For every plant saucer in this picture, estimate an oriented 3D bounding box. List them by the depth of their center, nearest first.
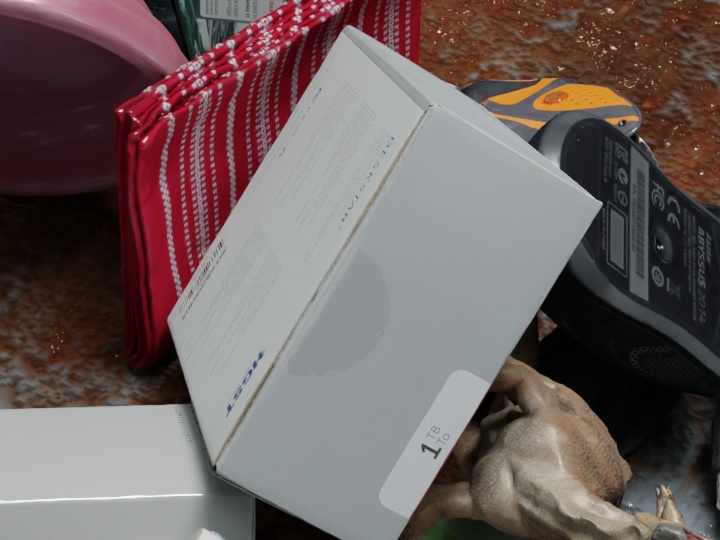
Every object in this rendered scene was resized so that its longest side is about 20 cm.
[{"bbox_3d":[-0.168,-0.094,0.992,0.199,0.201,0.051,6,69,-4],"label":"plant saucer"}]

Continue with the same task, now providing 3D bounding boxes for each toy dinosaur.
[{"bbox_3d":[0.082,0.086,0.900,0.135,0.086,0.200,27,19,-6],"label":"toy dinosaur"}]

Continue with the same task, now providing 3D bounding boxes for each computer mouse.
[{"bbox_3d":[0.118,0.009,0.967,0.053,0.200,0.139,-18,48,35],"label":"computer mouse"}]

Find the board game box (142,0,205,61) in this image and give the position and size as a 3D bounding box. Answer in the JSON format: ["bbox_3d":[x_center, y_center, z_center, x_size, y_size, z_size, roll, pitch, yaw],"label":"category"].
[{"bbox_3d":[-0.176,-0.118,1.043,0.199,0.135,0.028,3,67,5],"label":"board game box"}]

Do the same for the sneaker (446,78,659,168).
[{"bbox_3d":[0.083,-0.028,1.039,0.111,0.078,0.201,-8,44,12],"label":"sneaker"}]

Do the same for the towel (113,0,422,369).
[{"bbox_3d":[-0.037,-0.055,1.017,0.022,0.145,0.200,31,49,27],"label":"towel"}]

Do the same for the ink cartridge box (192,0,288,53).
[{"bbox_3d":[-0.079,-0.169,1.138,0.199,0.083,0.147,7,24,-4],"label":"ink cartridge box"}]

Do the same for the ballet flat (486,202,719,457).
[{"bbox_3d":[0.118,0.036,1.032,0.057,0.067,0.200,-10,23,49],"label":"ballet flat"}]

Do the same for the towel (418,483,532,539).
[{"bbox_3d":[0.082,0.165,0.873,0.200,0.031,0.149,31,32,16],"label":"towel"}]

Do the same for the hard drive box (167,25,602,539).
[{"bbox_3d":[0.000,0.000,0.891,0.077,0.156,0.200,29,8,-15],"label":"hard drive box"}]

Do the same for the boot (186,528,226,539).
[{"bbox_3d":[-0.085,0.187,0.763,0.090,0.073,0.200,45,68,-4],"label":"boot"}]

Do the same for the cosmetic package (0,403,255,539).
[{"bbox_3d":[-0.144,0.107,0.859,0.199,0.085,0.108,-2,15,-12],"label":"cosmetic package"}]
